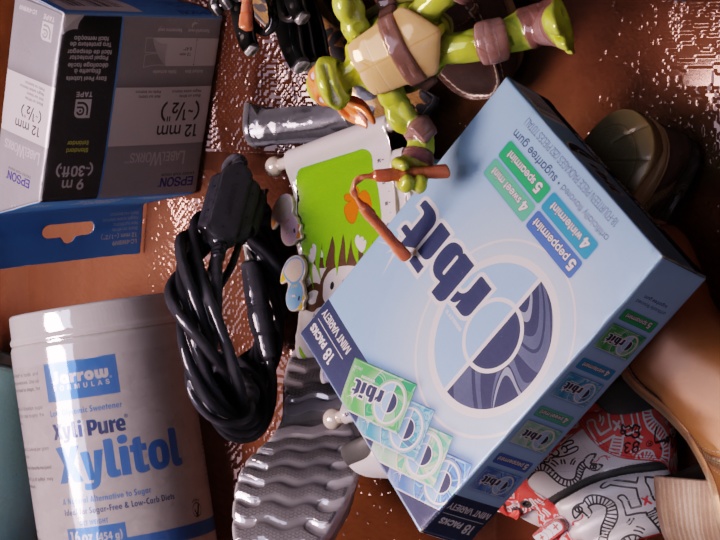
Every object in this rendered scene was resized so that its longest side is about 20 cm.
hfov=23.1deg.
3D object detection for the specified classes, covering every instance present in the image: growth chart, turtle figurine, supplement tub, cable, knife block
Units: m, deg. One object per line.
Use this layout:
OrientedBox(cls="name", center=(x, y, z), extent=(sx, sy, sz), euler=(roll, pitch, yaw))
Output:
OrientedBox(cls="growth chart", center=(0.000, 0.000, 1.103), extent=(0.145, 0.018, 0.200), euler=(-27, 67, 38))
OrientedBox(cls="turtle figurine", center=(0.034, -0.118, 0.974), extent=(0.161, 0.064, 0.200), euler=(-23, 95, 20))
OrientedBox(cls="supplement tub", center=(-0.183, 0.123, 1.299), extent=(0.132, 0.132, 0.200), euler=(-10, 89, 44))
OrientedBox(cls="cable", center=(-0.085, 0.032, 1.160), extent=(0.051, 0.200, 0.163), euler=(-2, 133, 8))
OrientedBox(cls="knife block", center=(-0.046, -0.227, 1.110), extent=(0.064, 0.200, 0.176), euler=(-25, 117, 36))

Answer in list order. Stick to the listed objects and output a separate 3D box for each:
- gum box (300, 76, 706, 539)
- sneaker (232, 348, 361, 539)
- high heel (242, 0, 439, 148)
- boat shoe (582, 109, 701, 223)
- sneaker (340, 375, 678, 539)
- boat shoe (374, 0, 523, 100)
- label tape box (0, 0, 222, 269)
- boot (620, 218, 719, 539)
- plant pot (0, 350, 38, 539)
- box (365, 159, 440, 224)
OrientedBox(cls="gum box", center=(0.070, 0.020, 0.977), extent=(0.200, 0.045, 0.170), euler=(-51, 45, 18))
OrientedBox(cls="sneaker", center=(-0.027, 0.134, 1.133), extent=(0.075, 0.200, 0.082), euler=(4, 128, 15))
OrientedBox(cls="high heel", center=(-0.011, -0.180, 1.154), extent=(0.142, 0.071, 0.200), euler=(-1, 89, 30))
OrientedBox(cls="boat shoe", center=(0.128, -0.004, 1.026), extent=(0.201, 0.066, 0.072), euler=(-57, 39, 28))
OrientedBox(cls="sneaker", center=(0.091, 0.129, 1.041), extent=(0.201, 0.067, 0.108), euler=(-14, 88, 17))
OrientedBox(cls="boat shoe", center=(0.032, -0.172, 1.026), extent=(0.070, 0.070, 0.200), euler=(-7, 131, 34))
OrientedBox(cls="label tape box", center=(-0.184, -0.094, 1.263), extent=(0.066, 0.143, 0.200), euler=(22, 110, 41))
OrientedBox(cls="boot", center=(0.223, 0.063, 0.942), extent=(0.155, 0.074, 0.200), euler=(-5, 103, 45))
OrientedBox(cls="plant pot", center=(-0.327, 0.155, 1.414), extent=(0.200, 0.200, 0.188), euler=(14, 89, 42))
OrientedBox(cls="box", center=(0.048, 0.030, 1.120), extent=(0.082, 0.049, 0.200), euler=(7, 100, 43))
